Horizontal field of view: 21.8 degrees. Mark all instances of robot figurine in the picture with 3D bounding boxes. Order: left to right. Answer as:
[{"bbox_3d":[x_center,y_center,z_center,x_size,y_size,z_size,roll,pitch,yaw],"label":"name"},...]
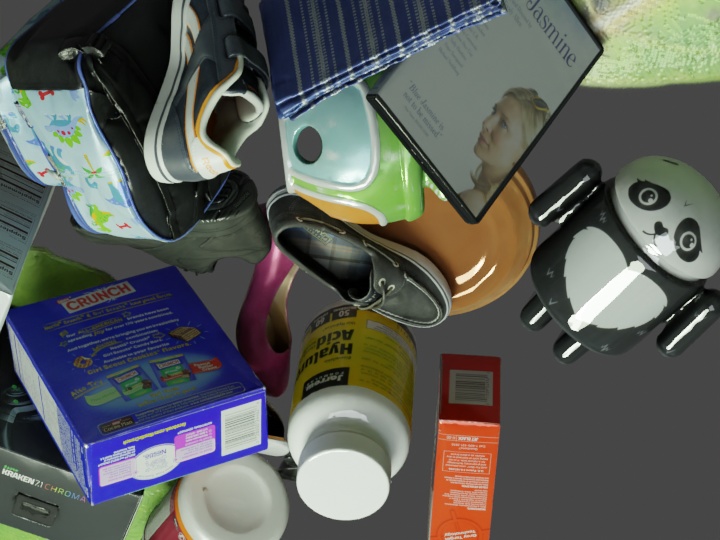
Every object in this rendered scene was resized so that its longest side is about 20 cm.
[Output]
[{"bbox_3d":[0.225,-0.007,1.603,0.149,0.126,0.200,23,127,-33],"label":"robot figurine"}]

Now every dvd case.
[{"bbox_3d":[0.103,-0.157,1.485,0.143,0.201,0.017,49,155,-26],"label":"dvd case"}]

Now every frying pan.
[{"bbox_3d":[-0.049,0.184,1.772,0.114,0.031,0.189,-7,161,37],"label":"frying pan"}]

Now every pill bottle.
[{"bbox_3d":[-0.149,0.253,1.802,0.109,0.110,0.200,23,147,-11],"label":"pill bottle"},{"bbox_3d":[-0.007,0.125,1.673,0.110,0.201,0.112,2,126,3],"label":"pill bottle"}]

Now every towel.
[{"bbox_3d":[0.013,-0.205,1.460,0.199,0.146,0.024,-24,135,13],"label":"towel"}]

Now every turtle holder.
[{"bbox_3d":[-0.002,-0.128,1.521,0.130,0.141,0.187,-7,118,0],"label":"turtle holder"}]

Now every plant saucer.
[{"bbox_3d":[0.060,-0.036,1.653,0.198,0.038,0.202,3,125,4],"label":"plant saucer"}]

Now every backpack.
[{"bbox_3d":[-0.197,-0.132,1.526,0.146,0.183,0.201,2,128,32],"label":"backpack"}]

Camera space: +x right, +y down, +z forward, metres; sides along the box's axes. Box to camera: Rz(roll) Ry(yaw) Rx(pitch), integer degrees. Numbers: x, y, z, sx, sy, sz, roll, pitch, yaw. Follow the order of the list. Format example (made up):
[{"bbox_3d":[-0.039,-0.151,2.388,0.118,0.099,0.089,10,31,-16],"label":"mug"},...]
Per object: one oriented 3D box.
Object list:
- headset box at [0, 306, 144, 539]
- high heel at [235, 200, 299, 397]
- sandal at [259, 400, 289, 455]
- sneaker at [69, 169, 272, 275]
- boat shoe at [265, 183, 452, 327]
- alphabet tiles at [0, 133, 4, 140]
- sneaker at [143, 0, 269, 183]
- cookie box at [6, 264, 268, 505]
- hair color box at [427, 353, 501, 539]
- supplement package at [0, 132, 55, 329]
[{"bbox_3d":[-0.277,0.153,1.720,0.173,0.201,0.093,20,125,-10],"label":"headset box"},{"bbox_3d":[-0.064,0.027,1.693,0.095,0.067,0.202,0,113,18],"label":"high heel"},{"bbox_3d":[-0.128,0.129,1.729,0.079,0.206,0.060,16,85,-27],"label":"sandal"},{"bbox_3d":[-0.166,-0.034,1.633,0.198,0.076,0.091,4,141,31],"label":"sneaker"},{"bbox_3d":[0.000,0.000,1.617,0.070,0.067,0.200,-38,118,26],"label":"boat shoe"},{"bbox_3d":[-0.392,-0.128,1.648,0.165,0.006,0.201,19,125,-9],"label":"alphabet tiles"},{"bbox_3d":[-0.107,-0.162,1.461,0.079,0.202,0.078,1,162,28],"label":"sneaker"},{"bbox_3d":[-0.197,0.095,1.636,0.170,0.200,0.076,-16,130,-23],"label":"cookie box"},{"bbox_3d":[0.097,0.188,1.770,0.061,0.102,0.202,3,125,2],"label":"hair color box"},{"bbox_3d":[-0.372,0.001,1.612,0.146,0.201,0.192,23,125,-11],"label":"supplement package"}]
